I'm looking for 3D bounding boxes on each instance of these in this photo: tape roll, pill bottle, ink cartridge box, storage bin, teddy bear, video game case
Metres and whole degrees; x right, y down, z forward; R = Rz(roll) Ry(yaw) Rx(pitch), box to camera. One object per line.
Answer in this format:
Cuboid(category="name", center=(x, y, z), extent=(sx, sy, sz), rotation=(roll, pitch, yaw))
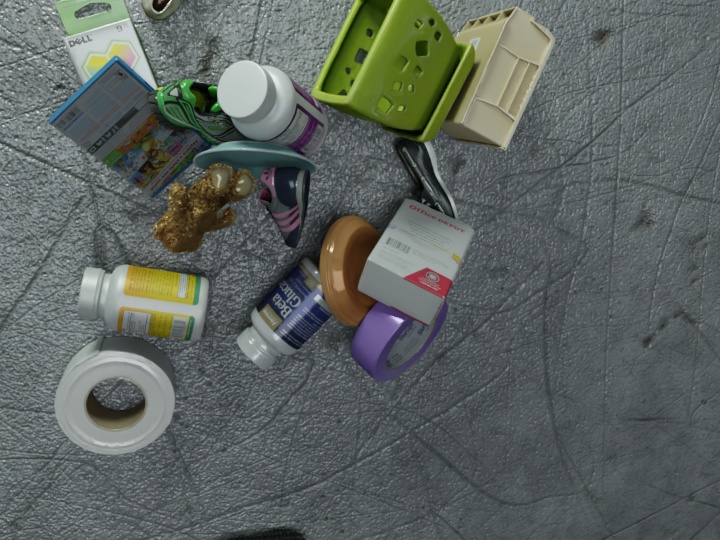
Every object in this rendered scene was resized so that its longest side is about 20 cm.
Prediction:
Cuboid(category="tape roll", center=(-0.434, 0.223, 1.067), extent=(0.200, 0.071, 0.205), rotation=(-5, 108, -14))
Cuboid(category="pill bottle", center=(-0.366, 0.052, 1.012), extent=(0.198, 0.113, 0.114), rotation=(9, 103, -19))
Cuboid(category="ink cartridge box", center=(-0.384, -0.325, 0.921), extent=(0.103, 0.059, 0.202), rotation=(-20, 111, -9))
Cuboid(category="pill bottle", center=(-0.129, 0.082, 1.091), extent=(0.200, 0.111, 0.111), rotation=(-46, 113, 0))
Cuboid(category="storage bin", center=(0.210, -0.326, 1.021), extent=(0.093, 0.200, 0.200), rotation=(21, 100, -19))
Cuboid(category="teddy bear", center=(-0.263, -0.111, 0.992), extent=(0.144, 0.067, 0.200), rotation=(-15, 157, -44))
Cuboid(category="video game case", center=(-0.351, -0.215, 0.930), extent=(0.143, 0.018, 0.200), rotation=(-38, 137, 9))
Cuboid(category="ink cartridge box", center=(0.102, -0.020, 1.056), extent=(0.146, 0.200, 0.086), rotation=(26, 133, 7))
Cuboid(category="tape roll", center=(0.075, 0.114, 1.125), extent=(0.199, 0.066, 0.201), rotation=(-37, 150, -25))
Cuboid(category="pill bottle", center=(-0.136, -0.250, 0.933), extent=(0.111, 0.200, 0.114), rotation=(-1, 85, 19))

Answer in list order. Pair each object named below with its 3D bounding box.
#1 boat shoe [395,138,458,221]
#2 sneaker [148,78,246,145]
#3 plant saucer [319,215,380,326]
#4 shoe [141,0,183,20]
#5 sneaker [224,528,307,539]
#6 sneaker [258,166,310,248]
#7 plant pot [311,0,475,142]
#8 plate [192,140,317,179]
Cuboid(category="boat shoe", center=(0.125, -0.158, 1.118), extent=(0.060, 0.076, 0.202), rotation=(-27, 100, -8))
Cuboid(category="sneaker", center=(-0.227, -0.247, 0.937), extent=(0.084, 0.199, 0.079), rotation=(-11, 88, 30))
Cuboid(category="plant saucer", center=(0.000, 0.000, 1.077), extent=(0.199, 0.037, 0.203), rotation=(7, 82, -56))
Cuboid(category="shoe", center=(-0.268, -0.474, 0.914), extent=(0.070, 0.053, 0.201), rotation=(31, 96, -22))
Cuboid(category="sneaker", center=(-0.206, 0.609, 1.261), extent=(0.197, 0.071, 0.094), rotation=(1, 124, -19))
Cuboid(category="sneaker", center=(-0.132, -0.110, 1.018), extent=(0.081, 0.071, 0.201), rotation=(10, 148, -3))
Cuboid(category="plant pot", center=(0.058, -0.327, 0.982), extent=(0.180, 0.200, 0.200), rotation=(23, 99, -28))
Cuboid(category="plate", center=(-0.168, -0.179, 0.962), extent=(0.198, 0.200, 0.026), rotation=(3, 87, -17))
